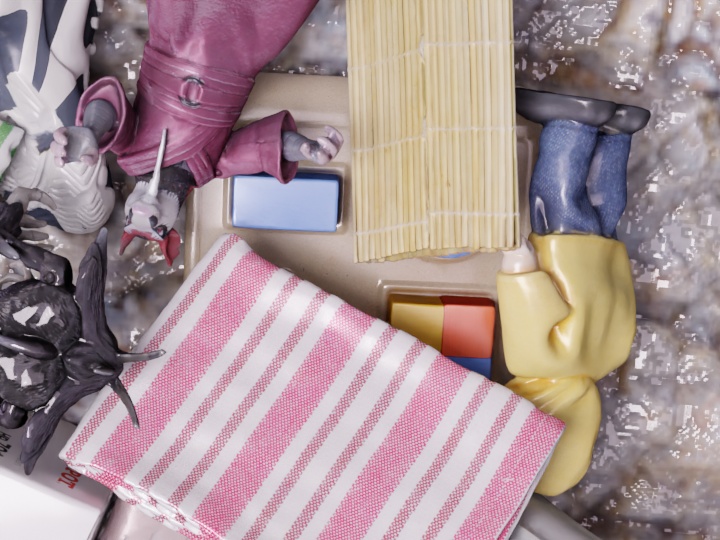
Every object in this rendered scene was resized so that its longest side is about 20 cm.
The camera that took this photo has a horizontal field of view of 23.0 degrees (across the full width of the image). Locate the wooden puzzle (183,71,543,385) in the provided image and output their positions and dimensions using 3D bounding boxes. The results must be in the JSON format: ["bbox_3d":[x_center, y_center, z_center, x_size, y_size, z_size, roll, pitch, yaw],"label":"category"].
[{"bbox_3d":[0.000,0.000,0.921,0.185,0.046,0.200,3,95,-2],"label":"wooden puzzle"}]

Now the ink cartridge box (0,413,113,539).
[{"bbox_3d":[-0.224,0.099,0.873,0.200,0.146,0.086,23,94,-4],"label":"ink cartridge box"}]

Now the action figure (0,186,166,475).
[{"bbox_3d":[-0.177,0.016,0.827,0.200,0.102,0.119,20,100,9],"label":"action figure"}]

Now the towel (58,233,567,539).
[{"bbox_3d":[-0.020,0.078,0.832,0.200,0.030,0.146,29,61,8],"label":"towel"}]

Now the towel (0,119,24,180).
[{"bbox_3d":[-0.277,-0.071,0.881,0.200,0.023,0.153,33,129,-4],"label":"towel"}]

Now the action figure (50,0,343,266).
[{"bbox_3d":[-0.086,-0.100,0.861,0.134,0.149,0.200,15,108,-26],"label":"action figure"}]

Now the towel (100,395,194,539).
[{"bbox_3d":[-0.056,0.175,0.910,0.191,0.032,0.200,19,96,-29],"label":"towel"}]

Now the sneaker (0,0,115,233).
[{"bbox_3d":[-0.151,-0.125,0.889,0.130,0.079,0.199,-56,133,-35],"label":"sneaker"}]

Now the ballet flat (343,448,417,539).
[{"bbox_3d":[-0.017,0.140,0.858,0.064,0.067,0.200,21,57,24],"label":"ballet flat"}]

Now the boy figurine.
[{"bbox_3d":[0.104,0.012,0.897,0.064,0.124,0.200,11,97,34],"label":"boy figurine"}]

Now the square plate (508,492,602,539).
[{"bbox_3d":[0.034,0.183,0.827,0.198,0.200,0.028,-43,108,-7],"label":"square plate"}]

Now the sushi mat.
[{"bbox_3d":[0.034,-0.105,0.865,0.096,0.012,0.200,-3,87,36],"label":"sushi mat"}]
